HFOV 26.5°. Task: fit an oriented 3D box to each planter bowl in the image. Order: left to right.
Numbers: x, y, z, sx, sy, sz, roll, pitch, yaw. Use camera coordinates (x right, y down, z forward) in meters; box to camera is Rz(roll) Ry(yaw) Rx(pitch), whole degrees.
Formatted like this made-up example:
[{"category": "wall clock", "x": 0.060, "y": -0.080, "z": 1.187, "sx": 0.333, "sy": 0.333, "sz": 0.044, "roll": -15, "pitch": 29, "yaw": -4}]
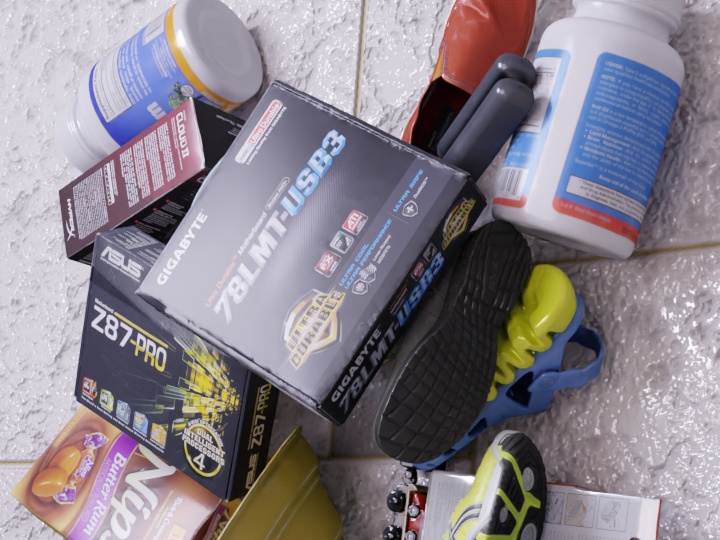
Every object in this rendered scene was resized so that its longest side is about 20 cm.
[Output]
[{"category": "planter bowl", "x": -0.070, "y": 0.232, "z": 1.228, "sx": 0.083, "sy": 0.200, "sz": 0.201, "roll": 33, "pitch": 102, "yaw": 5}]

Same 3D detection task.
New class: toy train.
[{"category": "toy train", "x": 0.043, "y": 0.202, "z": 1.205, "sx": 0.045, "sy": 0.034, "sz": 0.203, "roll": 3, "pitch": 78, "yaw": 28}]

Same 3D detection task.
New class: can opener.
[{"category": "can opener", "x": 0.061, "y": -0.091, "z": 1.163, "sx": 0.200, "sy": 0.066, "sz": 0.054, "roll": 125, "pitch": 159, "yaw": -48}]

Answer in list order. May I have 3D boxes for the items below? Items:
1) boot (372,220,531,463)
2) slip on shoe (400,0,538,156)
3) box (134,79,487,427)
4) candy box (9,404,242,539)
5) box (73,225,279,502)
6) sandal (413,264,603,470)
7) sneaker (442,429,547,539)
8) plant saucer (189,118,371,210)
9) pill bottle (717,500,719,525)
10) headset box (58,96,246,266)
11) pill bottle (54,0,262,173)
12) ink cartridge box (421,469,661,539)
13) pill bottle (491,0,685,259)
[{"category": "boot", "x": 0.048, "y": 0.057, "z": 1.133, "sx": 0.130, "sy": 0.067, "sz": 0.201, "roll": -17, "pitch": 41, "yaw": 61}, {"category": "slip on shoe", "x": 0.088, "y": -0.160, "z": 1.235, "sx": 0.061, "sy": 0.073, "sz": 0.202, "roll": -84, "pitch": 20, "yaw": -77}, {"category": "box", "x": -0.039, "y": -0.018, "z": 1.127, "sx": 0.198, "sy": 0.050, "sz": 0.201, "roll": 30, "pitch": 82, "yaw": 32}, {"category": "candy box", "x": -0.205, "y": 0.207, "z": 1.361, "sx": 0.199, "sy": 0.057, "sz": 0.117, "roll": 26, "pitch": 69, "yaw": 35}, {"category": "box", "x": -0.152, "y": 0.075, "z": 1.276, "sx": 0.199, "sy": 0.049, "sz": 0.163, "roll": 29, "pitch": 116, "yaw": 33}, {"category": "sandal", "x": 0.108, "y": 0.088, "z": 1.147, "sx": 0.200, "sy": 0.087, "sz": 0.080, "roll": -43, "pitch": 33, "yaw": 28}, {"category": "sneaker", "x": 0.074, "y": 0.208, "z": 1.081, "sx": 0.076, "sy": 0.075, "sz": 0.202, "roll": 14, "pitch": 85, "yaw": 41}, {"category": "plant saucer", "x": -0.044, "y": -0.024, "z": 1.183, "sx": 0.199, "sy": 0.039, "sz": 0.203, "roll": -10, "pitch": 63, "yaw": 21}, {"category": "pill bottle", "x": 0.292, "y": 0.132, "z": 0.956, "sx": 0.114, "sy": 0.114, "sz": 0.202, "roll": 25, "pitch": 94, "yaw": 42}, {"category": "headset box", "x": -0.148, "y": -0.066, "z": 1.367, "sx": 0.199, "sy": 0.148, "sz": 0.078, "roll": -31, "pitch": 59, "yaw": 31}, {"category": "pill bottle", "x": -0.199, "y": -0.169, "z": 1.465, "sx": 0.199, "sy": 0.112, "sz": 0.113, "roll": -30, "pitch": 60, "yaw": 31}, {"category": "ink cartridge box", "x": 0.135, "y": 0.210, "z": 1.112, "sx": 0.198, "sy": 0.050, "sz": 0.110, "roll": 0, "pitch": 77, "yaw": 39}, {"category": "pill bottle", "x": 0.175, "y": -0.119, "z": 1.131, "sx": 0.112, "sy": 0.112, "sz": 0.202, "roll": 16, "pitch": 88, "yaw": 42}]
